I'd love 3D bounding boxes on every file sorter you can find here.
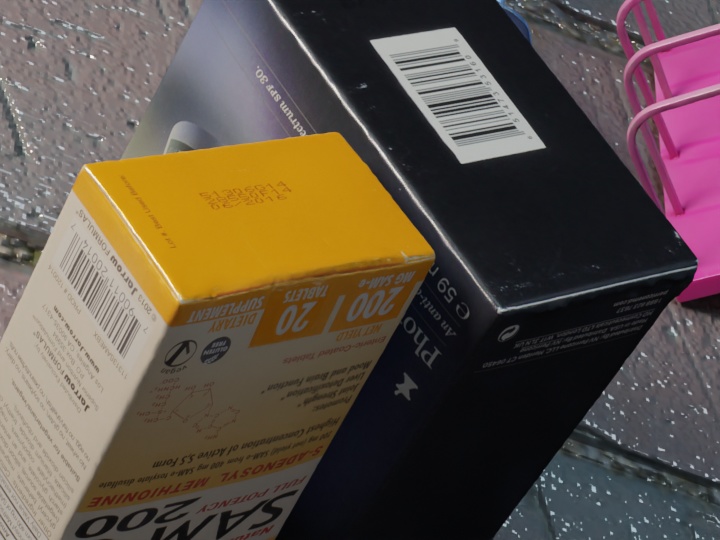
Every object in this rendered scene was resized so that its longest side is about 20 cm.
[{"bbox_3d":[0.206,-0.110,1.477,0.201,0.138,0.126,-88,158,-48],"label":"file sorter"}]

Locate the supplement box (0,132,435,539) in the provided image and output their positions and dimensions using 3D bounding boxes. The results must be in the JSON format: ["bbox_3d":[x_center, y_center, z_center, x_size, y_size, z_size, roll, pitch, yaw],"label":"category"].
[{"bbox_3d":[-0.073,0.050,1.084,0.125,0.201,0.074,-11,51,-41],"label":"supplement box"}]

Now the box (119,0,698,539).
[{"bbox_3d":[0.000,0.000,1.193,0.123,0.199,0.200,-12,56,-41],"label":"box"}]

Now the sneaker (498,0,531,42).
[{"bbox_3d":[0.032,-0.122,1.460,0.082,0.074,0.200,-8,56,-50],"label":"sneaker"}]
